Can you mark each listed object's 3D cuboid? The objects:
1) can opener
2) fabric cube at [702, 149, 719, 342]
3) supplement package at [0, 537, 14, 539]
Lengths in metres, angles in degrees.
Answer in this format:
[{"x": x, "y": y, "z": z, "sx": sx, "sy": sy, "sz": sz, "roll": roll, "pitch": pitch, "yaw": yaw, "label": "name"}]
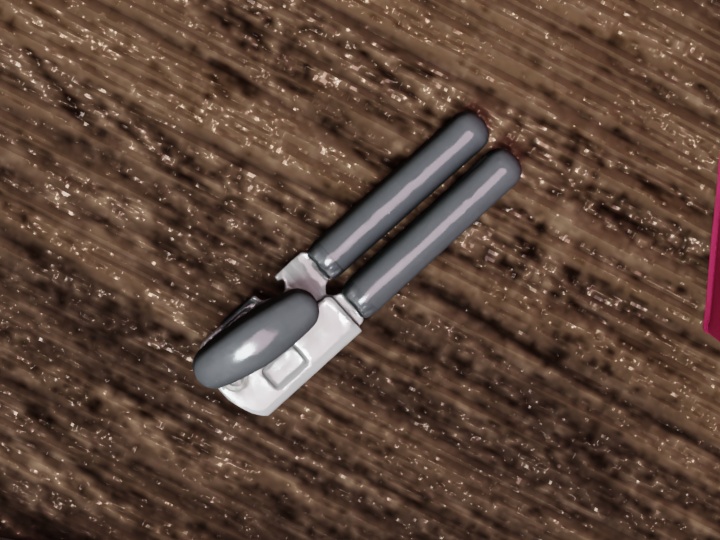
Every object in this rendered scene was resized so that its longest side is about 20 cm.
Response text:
[{"x": 0.000, "y": 0.000, "z": 1.453, "sx": 0.200, "sy": 0.066, "sz": 0.053, "roll": -42, "pitch": 99, "yaw": -2, "label": "can opener"}, {"x": 0.294, "y": -0.037, "z": 1.402, "sx": 0.199, "sy": 0.199, "sz": 0.197, "roll": 3, "pitch": 98, "yaw": -5, "label": "fabric cube"}, {"x": -0.181, "y": 0.247, "z": 1.431, "sx": 0.199, "sy": 0.147, "sz": 0.192, "roll": 11, "pitch": 98, "yaw": -6, "label": "supplement package"}]
